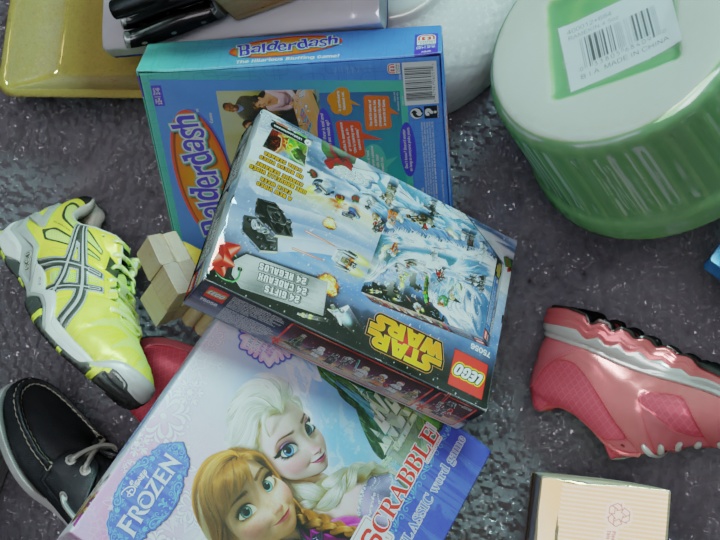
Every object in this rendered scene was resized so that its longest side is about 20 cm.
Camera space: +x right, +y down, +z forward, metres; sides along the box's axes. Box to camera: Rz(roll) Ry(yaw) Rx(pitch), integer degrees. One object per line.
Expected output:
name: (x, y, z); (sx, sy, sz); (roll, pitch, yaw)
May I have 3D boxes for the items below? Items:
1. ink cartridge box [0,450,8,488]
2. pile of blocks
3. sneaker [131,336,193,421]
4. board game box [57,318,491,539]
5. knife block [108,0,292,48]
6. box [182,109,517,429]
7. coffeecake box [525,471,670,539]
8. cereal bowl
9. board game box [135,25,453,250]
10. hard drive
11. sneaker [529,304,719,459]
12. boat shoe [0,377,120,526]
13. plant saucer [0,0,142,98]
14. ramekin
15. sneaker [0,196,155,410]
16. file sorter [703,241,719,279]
ink cartridge box: (-0.317, 0.151, 0.815); (0.084, 0.200, 0.146); (19, 84, 9)
pile of blocks: (-0.066, 0.036, 0.865); (0.200, 0.062, 0.082); (33, 48, -10)
sneaker: (-0.091, 0.113, 0.847); (0.200, 0.087, 0.074); (42, 87, 10)
board game box: (-0.045, 0.137, 0.770); (0.199, 0.041, 0.200); (36, 61, -8)
knife block: (-0.069, -0.201, 0.807); (0.200, 0.064, 0.176); (29, 90, 18)
box: (0.000, 0.000, 0.800); (0.200, 0.040, 0.137); (27, 54, -16)
coffeecake box: (0.134, 0.203, 0.760); (0.073, 0.200, 0.154); (5, 82, 7)
cereal bowl: (0.021, -0.210, 0.894); (0.200, 0.083, 0.200); (-1, 81, 5)
board game box: (-0.039, -0.085, 0.855); (0.200, 0.152, 0.045); (-2, 36, 5)
hard drive: (-0.080, -0.221, 0.861); (0.200, 0.025, 0.132); (-2, 80, 16)
sneaker: (0.205, 0.095, 0.834); (0.200, 0.074, 0.087); (25, 97, 25)
boat shoe: (-0.177, 0.151, 0.859); (0.060, 0.076, 0.200); (-38, 88, 40)
plant saucer: (-0.156, -0.217, 0.921); (0.200, 0.048, 0.200); (3, 82, 16)
ramekin: (0.182, -0.130, 0.810); (0.200, 0.098, 0.200); (-19, 53, 27)
sneaker: (-0.185, 0.013, 0.856); (0.076, 0.075, 0.200); (-37, 52, -5)
file sorter: (0.343, -0.055, 0.785); (0.139, 0.123, 0.200); (37, 65, 10)
